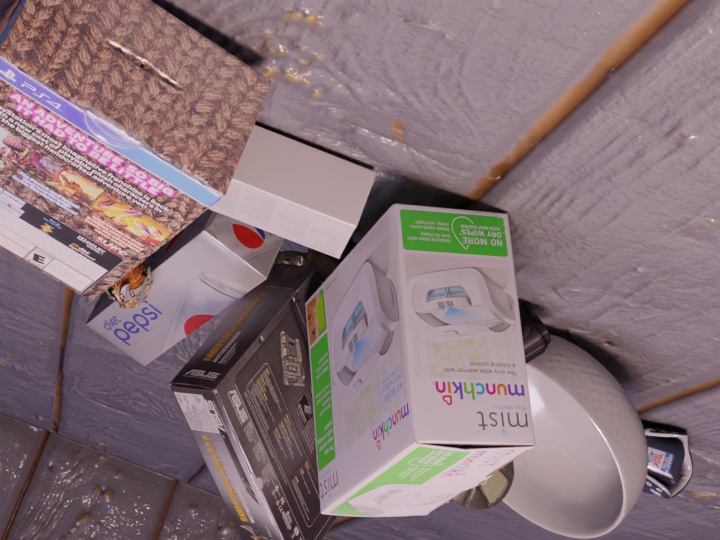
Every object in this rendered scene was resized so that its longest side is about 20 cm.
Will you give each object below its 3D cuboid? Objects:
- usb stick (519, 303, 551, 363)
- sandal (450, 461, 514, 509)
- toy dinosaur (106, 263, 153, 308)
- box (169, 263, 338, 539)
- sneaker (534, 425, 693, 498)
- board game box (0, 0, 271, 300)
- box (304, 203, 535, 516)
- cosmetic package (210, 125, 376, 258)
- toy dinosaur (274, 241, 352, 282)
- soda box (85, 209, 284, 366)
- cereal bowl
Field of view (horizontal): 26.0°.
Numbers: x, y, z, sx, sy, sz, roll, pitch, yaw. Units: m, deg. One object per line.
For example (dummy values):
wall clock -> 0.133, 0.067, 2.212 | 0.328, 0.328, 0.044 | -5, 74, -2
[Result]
usb stick -> 0.062, 0.094, 1.269 | 0.055, 0.200, 0.033 | 54, 174, 45
sandal -> 0.054, 0.130, 1.381 | 0.201, 0.080, 0.057 | 38, -172, 9
toy dinosaur -> -0.226, -0.064, 1.232 | 0.102, 0.201, 0.136 | -19, -158, -41
box -> -0.062, 0.120, 1.271 | 0.048, 0.158, 0.200 | 3, 129, 33
sneaker -> 0.236, 0.165, 1.485 | 0.200, 0.070, 0.108 | 25, 169, -40
board game box -> -0.183, -0.088, 1.008 | 0.159, 0.097, 0.200 | 32, 145, -20
box -> 0.039, 0.073, 1.144 | 0.096, 0.177, 0.200 | 4, 158, -20
cosmetic package -> -0.094, -0.076, 1.134 | 0.200, 0.051, 0.083 | 21, 160, -4
toy dinosaur -> 0.000, 0.000, 1.290 | 0.199, 0.048, 0.088 | 13, 166, 6
soda box -> -0.146, 0.005, 1.300 | 0.068, 0.064, 0.200 | 38, 137, -18
cereal bowl -> 0.172, 0.132, 1.366 | 0.200, 0.083, 0.200 | 31, 141, 29
